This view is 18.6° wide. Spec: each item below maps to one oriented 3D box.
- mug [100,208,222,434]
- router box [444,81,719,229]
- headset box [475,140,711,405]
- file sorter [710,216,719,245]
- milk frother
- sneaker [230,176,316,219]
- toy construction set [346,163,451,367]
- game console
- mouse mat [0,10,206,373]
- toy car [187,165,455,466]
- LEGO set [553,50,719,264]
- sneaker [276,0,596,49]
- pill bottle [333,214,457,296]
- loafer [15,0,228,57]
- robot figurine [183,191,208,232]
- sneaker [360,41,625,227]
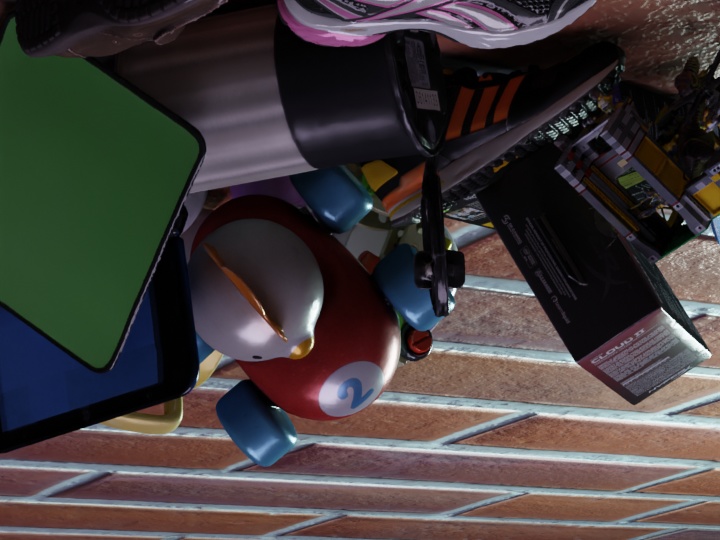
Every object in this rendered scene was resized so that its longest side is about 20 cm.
[{"bbox_3d":[-0.187,0.018,1.756,0.152,0.187,0.150,14,114,-27],"label":"mug"},{"bbox_3d":[0.166,-0.081,1.695,0.157,0.053,0.199,12,158,-43],"label":"router box"},{"bbox_3d":[0.168,0.002,1.590,0.075,0.149,0.200,-34,159,10],"label":"headset box"},{"bbox_3d":[0.381,-0.036,1.685,0.199,0.123,0.139,-26,163,6],"label":"file sorter"},{"bbox_3d":[-0.036,-0.067,1.414,0.187,0.201,0.180,-9,162,18],"label":"milk frother"},{"bbox_3d":[-0.064,-0.017,1.749,0.072,0.115,0.200,-9,165,10],"label":"sneaker"},{"bbox_3d":[0.000,0.000,1.639,0.131,0.201,0.092,31,171,-22],"label":"toy construction set"},{"bbox_3d":[-0.217,0.009,1.458,0.199,0.119,0.171,-19,131,32],"label":"game console"},{"bbox_3d":[-0.191,-0.047,1.407,0.008,0.161,0.201,-36,157,-55],"label":"mouse mat"},{"bbox_3d":[-0.056,0.028,1.500,0.184,0.177,0.200,-41,176,7],"label":"toy car"},{"bbox_3d":[0.222,-0.109,1.488,0.116,0.154,0.200,43,146,-10],"label":"LEGO set"},{"bbox_3d":[0.048,-0.179,1.281,0.199,0.081,0.086,-10,154,-2],"label":"sneaker"},{"bbox_3d":[0.024,0.003,1.796,0.111,0.112,0.200,-4,173,-2],"label":"pill bottle"},{"bbox_3d":[-0.125,-0.170,1.290,0.071,0.073,0.199,4,173,-40],"label":"loafer"},{"bbox_3d":[-0.184,-0.061,1.557,0.169,0.114,0.200,-11,173,-44],"label":"robot figurine"},{"bbox_3d":[0.085,-0.116,1.527,0.200,0.090,0.070,-34,172,9],"label":"sneaker"}]
